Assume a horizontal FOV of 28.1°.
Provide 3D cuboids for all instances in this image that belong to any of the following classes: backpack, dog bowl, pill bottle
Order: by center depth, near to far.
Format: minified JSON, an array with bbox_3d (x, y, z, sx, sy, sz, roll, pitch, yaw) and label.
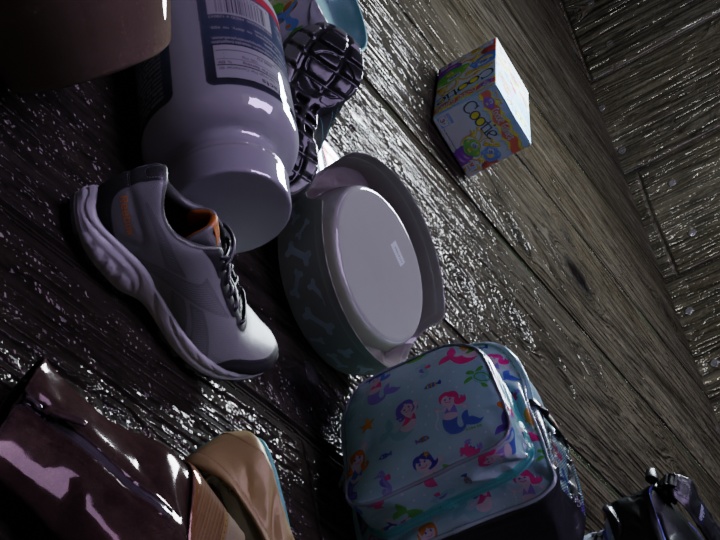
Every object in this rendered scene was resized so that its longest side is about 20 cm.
[{"bbox_3d":[-0.109,-0.116,1.087,0.120,0.119,0.201,44,27,-45],"label":"pill bottle"},{"bbox_3d":[0.071,0.146,1.131,0.151,0.177,0.200,59,14,-29],"label":"backpack"},{"bbox_3d":[0.000,0.000,1.260,0.200,0.058,0.201,35,46,-48],"label":"dog bowl"},{"bbox_3d":[0.349,0.361,1.638,0.190,0.154,0.201,36,37,-38],"label":"backpack"}]

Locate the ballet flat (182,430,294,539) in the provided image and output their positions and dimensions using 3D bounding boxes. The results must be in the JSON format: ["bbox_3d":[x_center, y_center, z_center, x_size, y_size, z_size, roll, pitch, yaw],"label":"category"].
[{"bbox_3d":[-0.062,0.200,0.900,0.063,0.069,0.201,-11,71,-42],"label":"ballet flat"}]

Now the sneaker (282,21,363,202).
[{"bbox_3d":[-0.060,-0.128,1.214,0.075,0.079,0.201,31,55,-10],"label":"sneaker"}]

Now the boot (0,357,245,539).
[{"bbox_3d":[-0.140,0.153,0.749,0.166,0.072,0.200,43,25,-19],"label":"boot"}]

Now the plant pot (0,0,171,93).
[{"bbox_3d":[-0.196,-0.212,0.913,0.200,0.199,0.176,-68,145,-67],"label":"plant pot"}]

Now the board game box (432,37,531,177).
[{"bbox_3d":[0.174,-0.234,2.055,0.105,0.103,0.200,56,19,-20],"label":"board game box"}]

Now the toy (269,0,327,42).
[{"bbox_3d":[-0.099,-0.217,1.219,0.047,0.115,0.200,55,0,30],"label":"toy"}]

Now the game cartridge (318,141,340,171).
[{"bbox_3d":[-0.020,-0.050,1.377,0.200,0.041,0.134,47,28,-41],"label":"game cartridge"}]

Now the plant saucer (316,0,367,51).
[{"bbox_3d":[-0.058,-0.335,1.665,0.200,0.036,0.201,53,20,-30],"label":"plant saucer"}]

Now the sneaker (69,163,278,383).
[{"bbox_3d":[-0.110,0.006,0.980,0.200,0.079,0.074,50,20,-39],"label":"sneaker"}]
